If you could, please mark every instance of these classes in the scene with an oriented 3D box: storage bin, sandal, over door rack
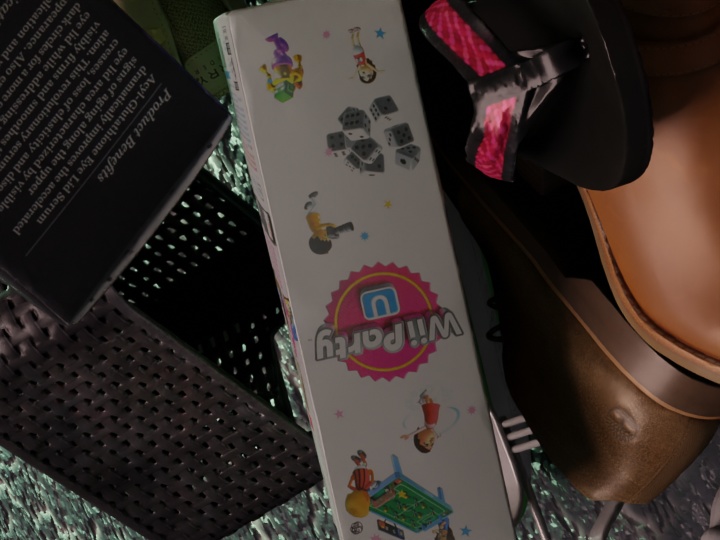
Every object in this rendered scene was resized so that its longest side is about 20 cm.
[{"bbox_3d":[-0.101,0.019,1.270,0.200,0.094,0.136,40,-155,-47],"label":"storage bin"},{"bbox_3d":[0.040,-0.061,0.970,0.200,0.045,0.075,-168,62,-69],"label":"sandal"},{"bbox_3d":[0.116,0.127,1.131,0.148,0.067,0.200,-21,100,49],"label":"over door rack"}]

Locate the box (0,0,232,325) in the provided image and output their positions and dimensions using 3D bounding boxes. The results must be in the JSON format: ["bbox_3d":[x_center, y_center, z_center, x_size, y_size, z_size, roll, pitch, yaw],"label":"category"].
[{"bbox_3d":[-0.170,-0.091,1.102,0.148,0.104,0.200,31,171,48],"label":"box"}]

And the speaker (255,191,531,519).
[{"bbox_3d":[0.015,0.022,1.215,0.088,0.088,0.201,28,142,47],"label":"speaker"}]

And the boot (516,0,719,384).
[{"bbox_3d":[0.108,-0.058,0.967,0.200,0.074,0.155,40,148,32],"label":"boot"}]

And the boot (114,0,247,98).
[{"bbox_3d":[-0.084,-0.144,1.219,0.156,0.073,0.200,63,156,-9],"label":"boot"}]

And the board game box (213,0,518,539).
[{"bbox_3d":[0.000,0.000,1.062,0.148,0.064,0.201,-123,21,-84],"label":"board game box"}]

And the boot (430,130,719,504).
[{"bbox_3d":[0.061,0.002,1.075,0.200,0.073,0.076,56,130,38],"label":"boot"}]
